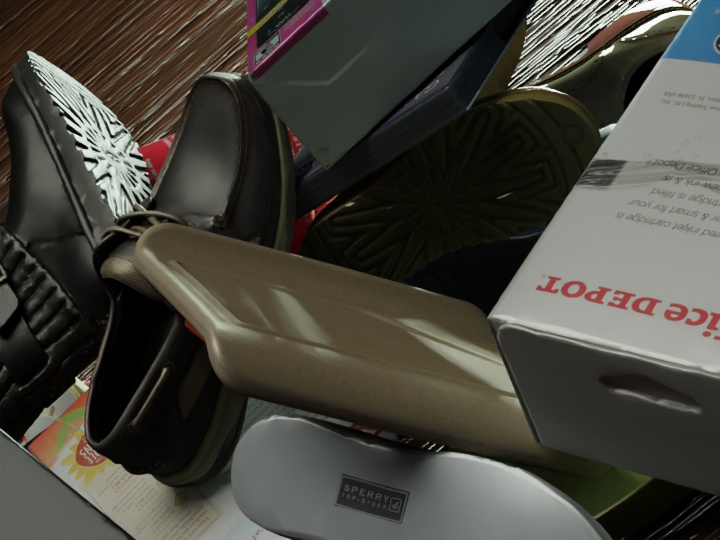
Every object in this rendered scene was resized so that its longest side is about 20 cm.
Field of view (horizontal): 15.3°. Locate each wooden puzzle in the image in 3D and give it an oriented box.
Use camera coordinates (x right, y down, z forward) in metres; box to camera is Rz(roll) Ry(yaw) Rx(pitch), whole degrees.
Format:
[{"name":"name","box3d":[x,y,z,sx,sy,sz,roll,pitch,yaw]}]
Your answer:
[{"name":"wooden puzzle","box3d":[0.000,0.039,1.180,0.200,0.184,0.037,-131,58,-69]}]

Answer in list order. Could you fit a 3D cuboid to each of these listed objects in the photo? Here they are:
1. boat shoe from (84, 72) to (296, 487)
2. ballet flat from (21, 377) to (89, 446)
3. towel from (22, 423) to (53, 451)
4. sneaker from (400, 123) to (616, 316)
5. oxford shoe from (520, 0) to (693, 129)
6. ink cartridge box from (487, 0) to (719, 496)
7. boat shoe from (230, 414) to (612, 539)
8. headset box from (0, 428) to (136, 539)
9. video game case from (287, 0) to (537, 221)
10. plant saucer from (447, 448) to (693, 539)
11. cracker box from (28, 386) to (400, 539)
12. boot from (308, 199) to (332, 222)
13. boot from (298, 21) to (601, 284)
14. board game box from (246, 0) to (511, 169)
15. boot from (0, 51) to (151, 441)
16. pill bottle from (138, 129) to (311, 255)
[{"name":"boat shoe","box3d":[-0.084,0.002,1.277,0.074,0.073,0.201,4,83,47]},{"name":"ballet flat","box3d":[-0.156,0.068,1.660,0.200,0.064,0.076,-42,17,4]},{"name":"towel","box3d":[-0.143,0.082,1.519,0.145,0.024,0.200,-38,-7,-11]},{"name":"sneaker","box3d":[0.109,-0.021,1.322,0.199,0.074,0.082,-20,26,33]},{"name":"oxford shoe","box3d":[0.113,-0.068,1.410,0.200,0.070,0.075,-44,21,-4]},{"name":"ink cartridge box","box3d":[0.165,-0.009,1.084,0.144,0.084,0.200,13,53,34]},{"name":"boat shoe","box3d":[0.035,0.106,1.116,0.199,0.057,0.069,20,88,36]},{"name":"headset box","box3d":[-0.179,0.168,1.199,0.174,0.093,0.200,-47,46,-10]},{"name":"video game case","box3d":[0.037,-0.111,1.326,0.143,0.019,0.200,-31,20,43]},{"name":"plant saucer","box3d":[0.118,0.059,1.189,0.200,0.031,0.200,-37,20,16]},{"name":"cracker box","box3d":[-0.064,0.100,1.330,0.134,0.058,0.200,-43,38,-6]},{"name":"boot","box3d":[0.000,0.000,1.435,0.075,0.107,0.200,-27,26,33]},{"name":"boot","box3d":[0.055,-0.081,1.344,0.174,0.066,0.200,-24,22,27]},{"name":"board game box","box3d":[0.014,-0.144,1.323,0.147,0.064,0.200,-41,13,10]},{"name":"boot","box3d":[-0.191,-0.010,1.460,0.158,0.079,0.212,-40,43,14]},{"name":"pill bottle","box3d":[-0.063,-0.038,1.562,0.199,0.113,0.112,-22,17,-10]}]
